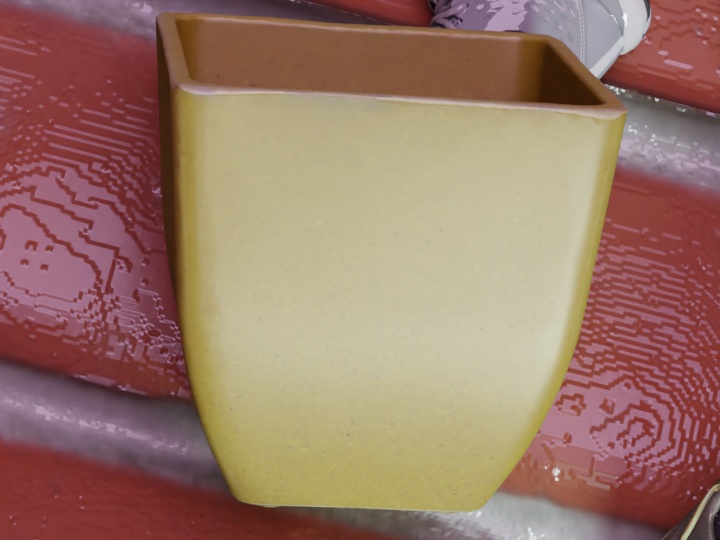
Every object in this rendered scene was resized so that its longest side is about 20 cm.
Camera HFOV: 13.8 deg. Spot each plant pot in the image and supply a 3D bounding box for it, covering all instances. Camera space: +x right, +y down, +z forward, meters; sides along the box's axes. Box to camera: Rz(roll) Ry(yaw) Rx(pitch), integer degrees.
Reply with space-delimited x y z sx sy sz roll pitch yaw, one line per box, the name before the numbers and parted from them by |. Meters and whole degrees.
plant pot | 0.000 0.000 1.359 0.195 0.194 0.201 4 104 -7

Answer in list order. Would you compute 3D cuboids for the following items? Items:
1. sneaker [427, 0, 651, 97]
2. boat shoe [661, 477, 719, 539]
sneaker | 0.037 -0.145 1.470 0.200 0.075 0.116 37 75 3
boat shoe | 0.180 0.133 1.391 0.072 0.060 0.202 36 93 7
